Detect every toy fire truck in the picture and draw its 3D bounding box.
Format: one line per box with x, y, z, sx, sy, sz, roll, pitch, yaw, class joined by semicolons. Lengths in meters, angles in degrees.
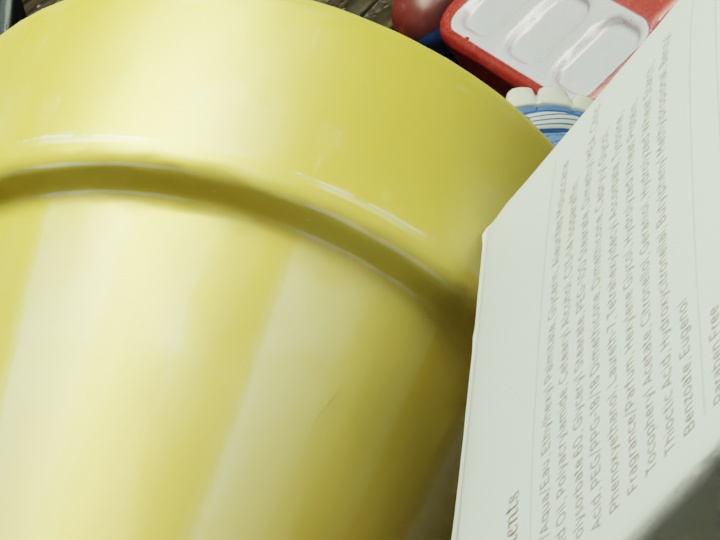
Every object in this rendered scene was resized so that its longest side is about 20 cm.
0.092;-0.135;1.088;0.168;0.112;0.200;-43;35;-6;toy fire truck

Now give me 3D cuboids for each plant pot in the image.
-0.046;0.058;0.776;0.200;0.201;0.189;-1;51;24;plant pot

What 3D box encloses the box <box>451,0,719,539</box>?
0.135;0.050;0.648;0.131;0.199;0.200;-49;17;30;box

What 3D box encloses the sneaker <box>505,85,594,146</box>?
0.000;0.000;0.934;0.199;0.079;0.089;-19;29;-3;sneaker

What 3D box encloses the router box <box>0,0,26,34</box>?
-0.201;-0.035;1.104;0.149;0.051;0.200;-13;32;3;router box
